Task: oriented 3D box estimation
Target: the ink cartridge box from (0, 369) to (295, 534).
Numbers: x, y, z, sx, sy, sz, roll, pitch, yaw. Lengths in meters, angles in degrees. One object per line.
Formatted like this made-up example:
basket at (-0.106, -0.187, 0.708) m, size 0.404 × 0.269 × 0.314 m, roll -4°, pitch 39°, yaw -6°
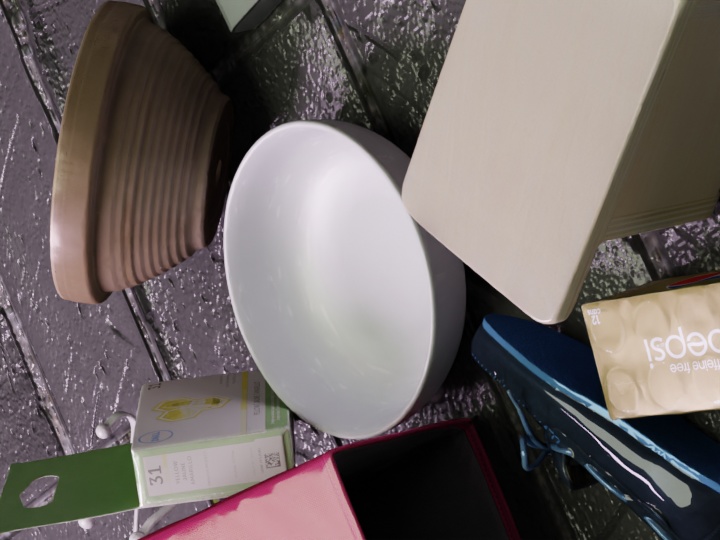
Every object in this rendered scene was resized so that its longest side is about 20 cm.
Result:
ink cartridge box at (-0.142, 0.116, 1.504) m, size 0.146 × 0.198 × 0.048 m, roll -99°, pitch 2°, yaw -76°

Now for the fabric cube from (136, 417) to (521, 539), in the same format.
fabric cube at (-0.015, 0.224, 1.376) m, size 0.198 × 0.196 × 0.201 m, roll -27°, pitch 80°, yaw 25°

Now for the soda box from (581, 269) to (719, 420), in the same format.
soda box at (0.211, 0.032, 1.195) m, size 0.199 × 0.064 × 0.068 m, roll -11°, pitch 94°, yaw 51°

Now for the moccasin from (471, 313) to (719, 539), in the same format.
moccasin at (0.130, 0.097, 1.297) m, size 0.200 × 0.080 × 0.069 m, roll 40°, pitch 119°, yaw 36°

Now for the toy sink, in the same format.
toy sink at (0.127, -0.092, 1.218) m, size 0.130 × 0.111 × 0.201 m, roll 40°, pitch 125°, yaw 34°

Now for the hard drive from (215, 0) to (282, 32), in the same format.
hard drive at (-0.087, -0.273, 1.479) m, size 0.132 × 0.026 × 0.201 m, roll -40°, pitch 71°, yaw 49°

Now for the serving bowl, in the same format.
serving bowl at (0.000, 0.000, 1.435) m, size 0.199 × 0.065 × 0.202 m, roll 21°, pitch 118°, yaw 45°

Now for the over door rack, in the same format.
over door rack at (-0.137, 0.215, 1.671) m, size 0.147 × 0.066 × 0.202 m, roll 12°, pitch 111°, yaw 48°

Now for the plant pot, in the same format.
plant pot at (-0.137, -0.073, 1.522) m, size 0.092 × 0.201 × 0.203 m, roll 8°, pitch 115°, yaw 4°
